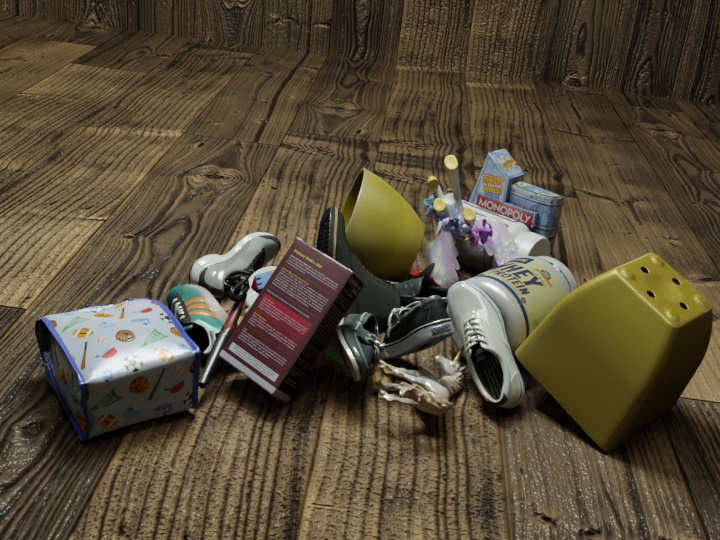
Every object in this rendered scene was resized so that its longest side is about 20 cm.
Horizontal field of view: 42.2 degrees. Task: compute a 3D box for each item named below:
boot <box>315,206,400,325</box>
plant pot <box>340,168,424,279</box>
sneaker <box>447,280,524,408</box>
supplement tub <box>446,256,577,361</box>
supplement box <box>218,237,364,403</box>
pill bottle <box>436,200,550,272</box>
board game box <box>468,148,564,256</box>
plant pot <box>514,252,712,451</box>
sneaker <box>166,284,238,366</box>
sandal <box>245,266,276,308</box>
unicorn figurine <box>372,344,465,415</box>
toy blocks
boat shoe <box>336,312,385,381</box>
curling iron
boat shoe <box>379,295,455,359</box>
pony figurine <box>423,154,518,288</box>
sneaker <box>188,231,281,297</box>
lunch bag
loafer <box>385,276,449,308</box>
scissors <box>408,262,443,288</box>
[{"bbox_3d":[0.000,0.000,1.542,0.136,0.203,0.077,3,-11,-18],"label":"boot"},{"bbox_3d":[0.032,-0.063,1.670,0.140,0.202,0.201,20,23,-8],"label":"plant pot"},{"bbox_3d":[0.178,0.103,1.351,0.071,0.073,0.202,15,46,-61],"label":"sneaker"},{"bbox_3d":[0.246,0.061,1.485,0.144,0.147,0.199,25,31,35],"label":"supplement tub"},{"bbox_3d":[-0.096,0.069,1.309,0.108,0.201,0.061,31,-6,26],"label":"supplement box"},{"bbox_3d":[0.250,-0.050,1.760,0.199,0.115,0.113,26,31,36],"label":"pill bottle"},{"bbox_3d":[0.290,-0.123,1.822,0.198,0.203,0.061,25,29,35],"label":"board game box"},{"bbox_3d":[0.379,0.093,1.319,0.194,0.201,0.195,-17,55,-42],"label":"plant pot"},{"bbox_3d":[-0.252,0.080,1.406,0.079,0.072,0.199,-9,30,-39],"label":"sneaker"},{"bbox_3d":[-0.135,0.072,1.490,0.081,0.050,0.204,-15,43,-11],"label":"sandal"},{"bbox_3d":[0.089,0.161,1.324,0.135,0.075,0.201,13,22,-6],"label":"unicorn figurine"},{"bbox_3d":[-0.107,0.074,1.388,0.135,0.100,0.203,-16,64,1],"label":"toy blocks"},{"bbox_3d":[0.003,0.103,1.356,0.061,0.074,0.200,-18,11,0],"label":"boat shoe"},{"bbox_3d":[-0.199,0.085,1.336,0.025,0.050,0.202,-15,42,32],"label":"curling iron"},{"bbox_3d":[0.072,0.083,1.366,0.073,0.069,0.199,-12,-12,-19],"label":"boat shoe"},{"bbox_3d":[0.177,-0.082,1.646,0.164,0.200,0.196,-20,69,6],"label":"pony figurine"},{"bbox_3d":[-0.204,-0.004,1.612,0.079,0.075,0.199,30,39,25],"label":"sneaker"},{"bbox_3d":[-0.329,0.116,1.254,0.168,0.125,0.200,-12,38,-33],"label":"lunch bag"},{"bbox_3d":[0.097,0.040,1.579,0.198,0.071,0.068,15,26,17],"label":"loafer"},{"bbox_3d":[0.105,0.005,1.590,0.072,0.014,0.200,28,-9,17],"label":"scissors"}]
